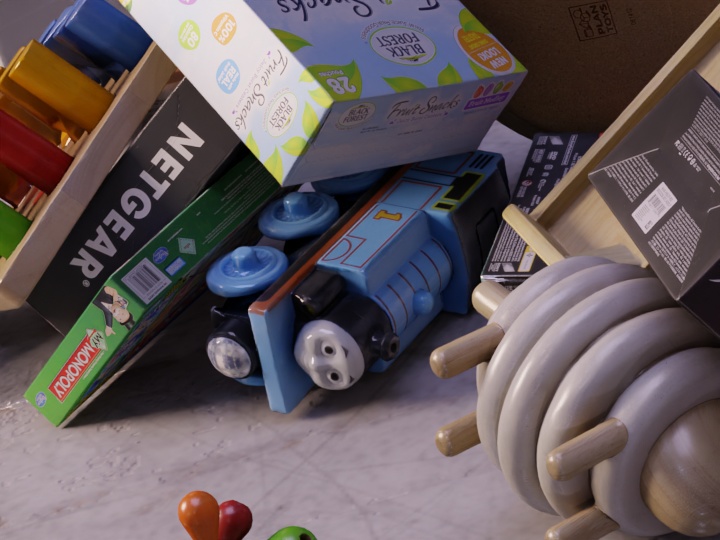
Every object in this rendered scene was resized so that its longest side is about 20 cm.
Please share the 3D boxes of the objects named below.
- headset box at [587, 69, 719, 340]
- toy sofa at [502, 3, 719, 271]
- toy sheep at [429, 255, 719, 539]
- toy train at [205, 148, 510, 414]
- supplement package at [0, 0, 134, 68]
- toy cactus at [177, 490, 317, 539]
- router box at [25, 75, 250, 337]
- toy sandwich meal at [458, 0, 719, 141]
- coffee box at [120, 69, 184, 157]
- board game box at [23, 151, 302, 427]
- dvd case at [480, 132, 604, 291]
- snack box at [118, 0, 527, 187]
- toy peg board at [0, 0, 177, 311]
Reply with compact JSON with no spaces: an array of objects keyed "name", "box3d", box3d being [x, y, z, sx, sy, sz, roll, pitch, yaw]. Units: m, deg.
[{"name":"headset box","box3d":[0.212,0.017,1.305,0.075,0.200,0.149,-46,24,10]},{"name":"toy sofa","box3d":[0.178,-0.057,1.445,0.200,0.098,0.083,-48,41,7]},{"name":"toy sheep","box3d":[0.111,0.058,1.336,0.138,0.138,0.200,-28,47,-20]},{"name":"toy train","box3d":[0.000,0.000,1.570,0.114,0.087,0.200,9,36,32]},{"name":"supplement package","box3d":[-0.191,-0.200,1.987,0.200,0.156,0.111,-30,30,-23]},{"name":"toy cactus","box3d":[-0.116,0.168,1.326,0.200,0.102,0.165,-44,26,-28]},{"name":"router box","box3d":[-0.100,-0.063,1.642,0.200,0.051,0.149,-49,-1,31]},{"name":"toy sandwich meal","box3d":[0.136,-0.153,1.613,0.205,0.205,0.070,-6,31,23]},{"name":"coffee box","box3d":[-0.096,-0.114,1.849,0.113,0.080,0.200,-5,29,25]},{"name":"board game box","box3d":[-0.098,-0.006,1.614,0.200,0.029,0.135,-45,-4,-41]},{"name":"dvd case","box3d":[0.177,-0.028,1.541,0.200,0.022,0.146,0,35,18]},{"name":"snack box","box3d":[-0.034,-0.143,1.551,0.169,0.068,0.200,-14,56,-49]},{"name":"toy peg board","box3d":[-0.196,-0.085,1.650,0.199,0.098,0.200,-58,12,-10]}]
